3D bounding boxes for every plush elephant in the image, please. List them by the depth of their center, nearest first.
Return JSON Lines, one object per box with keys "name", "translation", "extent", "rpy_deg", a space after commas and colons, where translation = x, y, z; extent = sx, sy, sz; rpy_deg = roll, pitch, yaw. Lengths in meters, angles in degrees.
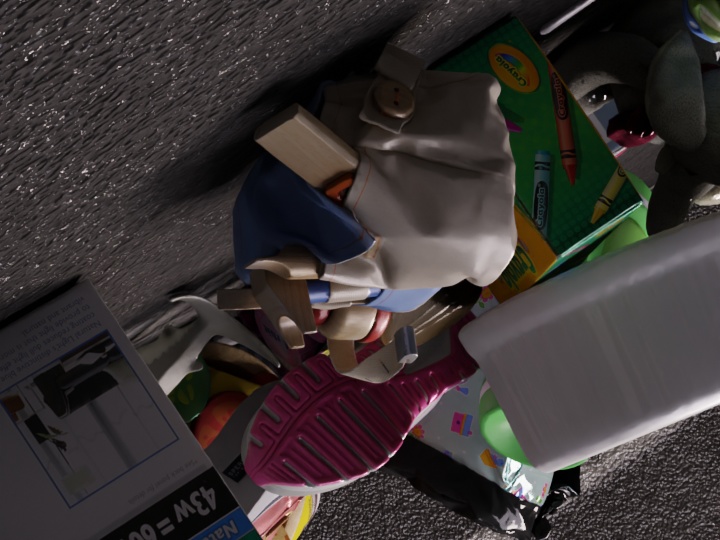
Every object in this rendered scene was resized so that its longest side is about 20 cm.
{"name": "plush elephant", "translation": [0.204, -0.090, 1.314], "extent": [0.200, 0.164, 0.155], "rpy_deg": [-56, -157, 35]}

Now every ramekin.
{"name": "ramekin", "translation": [0.165, 0.041, 1.236], "extent": [0.200, 0.098, 0.200], "rpy_deg": [-22, 172, -3]}

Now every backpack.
{"name": "backpack", "translation": [0.098, 0.073, 1.528], "extent": [0.200, 0.167, 0.127], "rpy_deg": [-63, 160, 2]}

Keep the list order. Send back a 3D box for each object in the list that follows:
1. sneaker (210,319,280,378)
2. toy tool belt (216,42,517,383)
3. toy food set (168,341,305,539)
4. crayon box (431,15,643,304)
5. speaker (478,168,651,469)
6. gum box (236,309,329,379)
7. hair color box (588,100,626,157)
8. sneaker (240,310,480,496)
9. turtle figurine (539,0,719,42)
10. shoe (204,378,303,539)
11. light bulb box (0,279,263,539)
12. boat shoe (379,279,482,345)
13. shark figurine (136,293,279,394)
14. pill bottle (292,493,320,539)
{"name": "sneaker", "translation": [-0.087, 0.084, 1.544], "extent": [0.072, 0.083, 0.200], "rpy_deg": [-38, 173, 35]}
{"name": "toy tool belt", "translation": [-0.018, -0.024, 1.003], "extent": [0.123, 0.125, 0.200], "rpy_deg": [3, 154, -23]}
{"name": "toy food set", "translation": [-0.112, 0.147, 1.435], "extent": [0.198, 0.201, 0.049], "rpy_deg": [21, 173, -37]}
{"name": "crayon box", "translation": [0.084, -0.053, 1.189], "extent": [0.058, 0.119, 0.200], "rpy_deg": [-33, 174, -8]}
{"name": "speaker", "translation": [0.137, 0.027, 1.397], "extent": [0.088, 0.088, 0.200], "rpy_deg": [-42, -156, 53]}
{"name": "gum box", "translation": [0.000, 0.000, 1.411], "extent": [0.113, 0.066, 0.200], "rpy_deg": [-33, 175, -21]}
{"name": "hair color box", "translation": [0.120, -0.067, 1.580], "extent": [0.099, 0.061, 0.200], "rpy_deg": [-32, 175, -21]}
{"name": "sneaker", "translation": [-0.004, 0.089, 1.353], "extent": [0.200, 0.081, 0.088], "rpy_deg": [-30, 171, -41]}
{"name": "turtle figurine", "translation": [0.237, -0.154, 1.116], "extent": [0.194, 0.144, 0.200], "rpy_deg": [-43, 174, 38]}
{"name": "shoe", "translation": [-0.076, 0.147, 1.396], "extent": [0.200, 0.071, 0.091], "rpy_deg": [-39, 158, -51]}
{"name": "light bulb box", "translation": [-0.147, 0.141, 1.076], "extent": [0.125, 0.200, 0.198], "rpy_deg": [-32, 174, -24]}
{"name": "boat shoe", "translation": [0.017, -0.009, 1.246], "extent": [0.074, 0.066, 0.200], "rpy_deg": [-35, 158, 3]}
{"name": "shark figurine", "translation": [-0.138, 0.091, 1.312], "extent": [0.214, 0.090, 0.128], "rpy_deg": [-33, 176, 10]}
{"name": "pill bottle", "translation": [-0.117, 0.199, 1.557], "extent": [0.109, 0.109, 0.200], "rpy_deg": [-39, -173, 42]}
